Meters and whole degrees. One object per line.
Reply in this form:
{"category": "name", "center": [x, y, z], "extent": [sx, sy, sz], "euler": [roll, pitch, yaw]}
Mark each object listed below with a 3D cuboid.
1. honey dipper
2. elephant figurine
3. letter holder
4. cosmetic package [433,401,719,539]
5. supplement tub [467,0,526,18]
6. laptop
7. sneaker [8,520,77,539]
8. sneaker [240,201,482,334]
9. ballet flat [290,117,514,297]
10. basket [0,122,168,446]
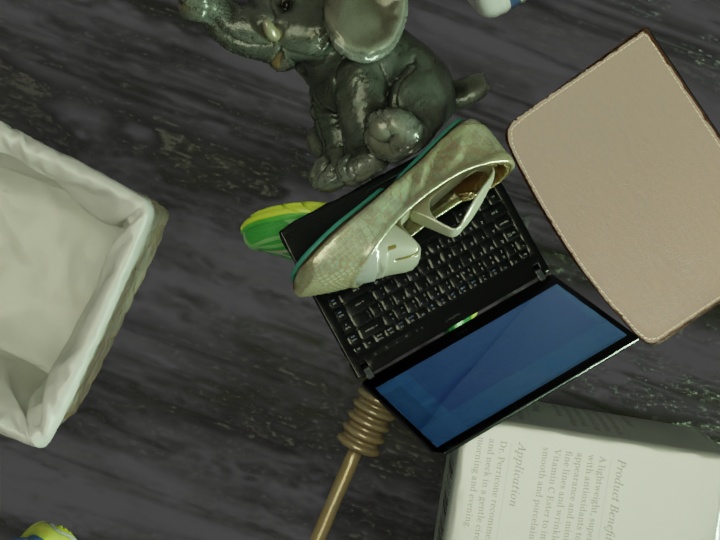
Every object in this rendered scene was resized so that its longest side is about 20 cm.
{"category": "honey dipper", "center": [-0.025, 0.189, 1.416], "extent": [0.038, 0.038, 0.201], "euler": [24, 95, 0]}
{"category": "elephant figurine", "center": [-0.021, -0.173, 1.346], "extent": [0.141, 0.155, 0.201], "euler": [-25, 101, 24]}
{"category": "letter holder", "center": [0.212, -0.060, 1.369], "extent": [0.142, 0.101, 0.201], "euler": [-35, 91, 4]}
{"category": "cosmetic package", "center": [0.158, 0.192, 1.347], "extent": [0.198, 0.165, 0.167], "euler": [10, 93, 1]}
{"category": "supplement tub", "center": [0.146, -0.296, 1.337], "extent": [0.199, 0.145, 0.146], "euler": [-28, 92, 2]}
{"category": "laptop", "center": [0.069, 0.010, 1.309], "extent": [0.176, 0.103, 0.201], "euler": [-28, 88, -16]}
{"category": "sneaker", "center": [-0.293, 0.285, 1.385], "extent": [0.075, 0.105, 0.201], "euler": [24, 87, 18]}
{"category": "sneaker", "center": [0.000, 0.000, 1.383], "extent": [0.198, 0.074, 0.084], "euler": [17, 80, 0]}
{"category": "ballet flat", "center": [0.036, -0.038, 1.296], "extent": [0.062, 0.068, 0.200], "euler": [41, 68, 15]}
{"category": "basket", "center": [-0.270, -0.005, 1.342], "extent": [0.197, 0.161, 0.201], "euler": [25, 93, 0]}
